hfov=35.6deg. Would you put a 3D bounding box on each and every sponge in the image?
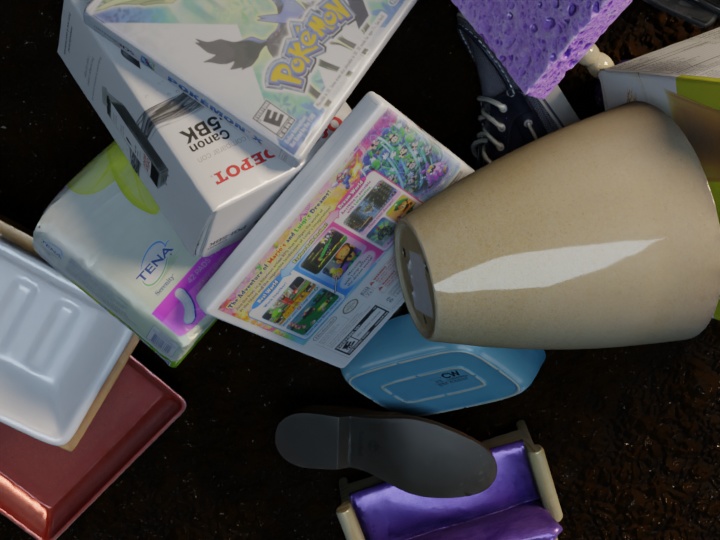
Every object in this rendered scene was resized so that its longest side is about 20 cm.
[{"bbox_3d":[0.149,-0.224,0.754,0.030,0.112,0.200,-1,141,-46],"label":"sponge"}]

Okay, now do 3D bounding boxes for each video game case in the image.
[{"bbox_3d":[-0.004,-0.022,0.863,0.200,0.024,0.182,-48,143,10],"label":"video game case"},{"bbox_3d":[-0.066,-0.202,0.806,0.182,0.022,0.200,34,72,-2],"label":"video game case"}]

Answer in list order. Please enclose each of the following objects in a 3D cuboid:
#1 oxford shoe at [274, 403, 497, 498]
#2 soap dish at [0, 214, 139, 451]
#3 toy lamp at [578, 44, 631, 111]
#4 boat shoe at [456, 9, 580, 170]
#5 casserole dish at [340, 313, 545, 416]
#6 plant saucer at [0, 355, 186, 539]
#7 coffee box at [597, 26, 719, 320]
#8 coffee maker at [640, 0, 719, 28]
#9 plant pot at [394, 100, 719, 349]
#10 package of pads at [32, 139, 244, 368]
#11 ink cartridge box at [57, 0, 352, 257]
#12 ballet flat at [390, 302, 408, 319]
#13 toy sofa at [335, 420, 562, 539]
[{"bbox_3d":[0.027,0.153,1.019,0.199,0.071,0.072,13,104,7],"label":"oxford shoe"},{"bbox_3d":[-0.289,0.039,0.923,0.200,0.081,0.158,29,105,-14],"label":"soap dish"},{"bbox_3d":[0.150,-0.213,0.923,0.200,0.058,0.058,39,102,-18],"label":"toy lamp"},{"bbox_3d":[0.122,-0.125,0.938,0.093,0.075,0.200,-40,108,2],"label":"boat shoe"},{"bbox_3d":[0.065,0.084,0.967,0.200,0.039,0.121,-20,137,42],"label":"casserole dish"},{"bbox_3d":[-0.293,0.120,1.012,0.200,0.037,0.200,42,100,-16],"label":"plant saucer"},{"bbox_3d":[0.336,-0.085,0.880,0.199,0.198,0.200,-22,111,-19],"label":"coffee box"},{"bbox_3d":[0.215,-0.253,0.836,0.191,0.200,0.135,-3,109,-4],"label":"coffee maker"},{"bbox_3d":[0.134,-0.015,0.843,0.199,0.187,0.188,-14,110,-13],"label":"plant pot"},{"bbox_3d":[-0.141,-0.048,0.886,0.154,0.068,0.200,39,66,0],"label":"package of pads"},{"bbox_3d":[-0.111,-0.133,0.841,0.147,0.083,0.200,-30,79,-28],"label":"ink cartridge box"},{"bbox_3d":[0.000,0.000,0.977,0.068,0.068,0.201,-15,110,0],"label":"ballet flat"},{"bbox_3d":[0.083,0.222,1.046,0.199,0.098,0.083,-18,110,3],"label":"toy sofa"}]
